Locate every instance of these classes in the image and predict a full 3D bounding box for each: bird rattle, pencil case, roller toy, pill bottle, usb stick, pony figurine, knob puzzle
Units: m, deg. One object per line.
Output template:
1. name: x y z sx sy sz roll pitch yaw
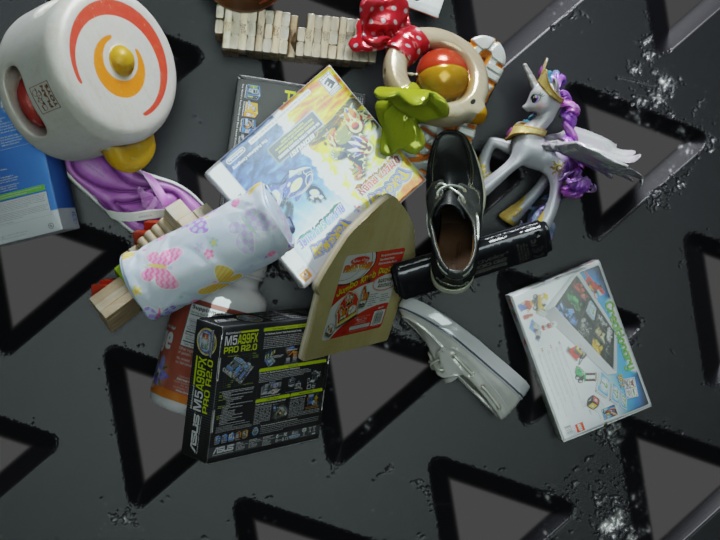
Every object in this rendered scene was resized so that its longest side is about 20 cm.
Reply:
1. bird rattle: 0.070 -0.231 1.422 0.162 0.113 0.201 3 56 -18
2. pencil case: -0.174 -0.023 1.372 0.199 0.083 0.091 -29 69 3
3. roller toy: -0.310 -0.224 1.385 0.182 0.139 0.201 25 64 -43
4. pill bottle: -0.177 0.074 1.454 0.111 0.112 0.201 16 88 -6
5. usb stick: 0.133 -0.013 1.461 0.199 0.033 0.056 -17 133 0
6. pony figurine: 0.240 -0.136 1.490 0.192 0.167 0.201 31 104 -3
7. knob puzzle: 0.000 0.000 1.434 0.030 0.219 0.221 28 87 30

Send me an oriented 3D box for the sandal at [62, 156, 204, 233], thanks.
1. sandal: -0.278 -0.091 1.471 0.202 0.050 0.083 29 88 -6

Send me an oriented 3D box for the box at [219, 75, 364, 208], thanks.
1. box: -0.087 -0.128 1.487 0.159 0.044 0.201 9 90 -6

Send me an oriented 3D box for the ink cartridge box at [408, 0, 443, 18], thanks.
1. ink cartridge box: 0.078 -0.423 1.507 0.108 0.050 0.201 19 90 -7

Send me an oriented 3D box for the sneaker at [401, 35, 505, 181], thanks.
1. sneaker: 0.115 -0.196 1.503 0.078 0.077 0.201 34 93 -5

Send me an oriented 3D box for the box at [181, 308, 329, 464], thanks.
1. box: -0.117 0.131 1.421 0.044 0.199 0.161 14 101 37

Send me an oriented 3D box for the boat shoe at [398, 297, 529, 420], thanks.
1. boat shoe: 0.119 0.111 1.511 0.200 0.072 0.066 39 82 -14

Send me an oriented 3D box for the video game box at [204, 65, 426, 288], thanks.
1. video game box: -0.054 -0.110 1.440 0.200 0.047 0.182 -42 97 -4

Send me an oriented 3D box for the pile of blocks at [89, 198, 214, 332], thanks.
1. pile of blocks: -0.256 -0.016 1.463 0.200 0.082 0.062 -44 77 6

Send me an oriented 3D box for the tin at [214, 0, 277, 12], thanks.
1. tin: -0.168 -0.402 1.460 0.112 0.042 0.200 -39 81 -12

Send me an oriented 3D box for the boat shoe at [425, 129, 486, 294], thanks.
1. boat shoe: 0.112 -0.077 1.421 0.071 0.068 0.201 -1 72 7

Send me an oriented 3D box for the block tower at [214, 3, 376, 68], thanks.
1. block tower: -0.079 -0.287 1.489 0.199 0.058 0.054 5 90 -4

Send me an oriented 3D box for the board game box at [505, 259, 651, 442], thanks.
1. board game box: 0.278 0.102 1.543 0.126 0.035 0.201 -20 93 -5

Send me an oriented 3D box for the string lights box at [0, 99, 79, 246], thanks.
1. string lights box: -0.413 -0.136 1.440 0.102 0.059 0.201 -12 92 9
